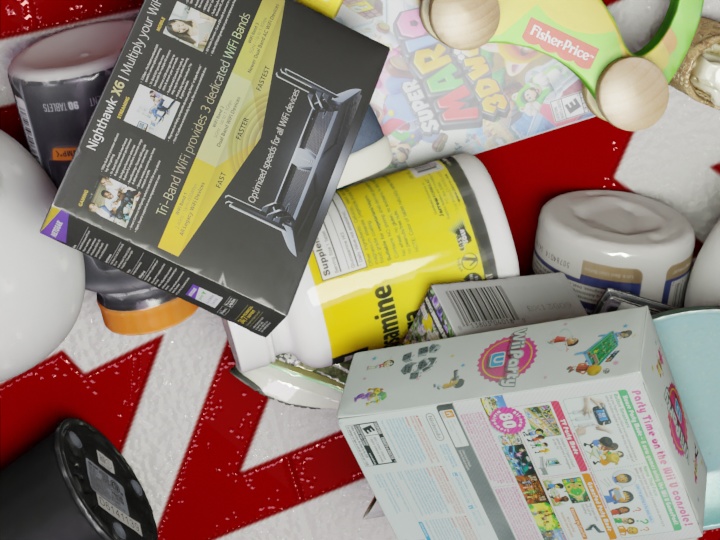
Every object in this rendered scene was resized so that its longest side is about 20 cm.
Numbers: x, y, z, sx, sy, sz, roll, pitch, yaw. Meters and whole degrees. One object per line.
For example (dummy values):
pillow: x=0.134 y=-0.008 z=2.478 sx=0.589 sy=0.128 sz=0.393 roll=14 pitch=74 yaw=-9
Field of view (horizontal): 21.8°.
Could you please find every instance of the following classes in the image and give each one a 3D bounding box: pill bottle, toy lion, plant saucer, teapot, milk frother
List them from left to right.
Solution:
teapot: x=-0.290 y=0.004 z=1.230 sx=0.196 sy=0.146 sz=0.202 roll=6 pitch=121 yaw=39
milk frother: x=-0.235 y=0.247 z=1.348 sx=0.187 sy=0.200 sz=0.181 roll=-34 pitch=115 yaw=12
pill bottle: x=-0.163 y=-0.058 z=1.264 sx=0.105 sy=0.106 sz=0.202 roll=-11 pitch=115 yaw=2
pill bottle: x=0.000 y=0.000 z=1.278 sx=0.198 sy=0.113 sz=0.113 roll=-18 pitch=114 yaw=-6
toy lion: x=0.138 y=-0.215 z=1.219 sx=0.199 sy=0.069 sz=0.193 roll=25 pitch=98 yaw=-8
pill bottle: x=0.169 y=0.054 z=1.329 sx=0.110 sy=0.111 sz=0.202 roll=4 pitch=114 yaw=-5
plant saucer: x=0.218 y=0.092 z=1.233 sx=0.198 sy=0.036 sz=0.201 roll=-1 pitch=129 yaw=-2

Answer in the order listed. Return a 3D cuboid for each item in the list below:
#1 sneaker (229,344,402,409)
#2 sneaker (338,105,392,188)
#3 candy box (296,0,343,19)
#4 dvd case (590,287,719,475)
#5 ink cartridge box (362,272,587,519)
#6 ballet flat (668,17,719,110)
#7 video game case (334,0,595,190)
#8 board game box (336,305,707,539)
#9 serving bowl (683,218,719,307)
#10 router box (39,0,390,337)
sneaker: x=0.009 y=0.059 z=1.350 sx=0.198 sy=0.077 sz=0.089 roll=11 pitch=102 yaw=-11
sneaker: x=-0.074 y=-0.075 z=1.231 sx=0.199 sy=0.075 sz=0.085 roll=-27 pitch=101 yaw=-32
candy box: x=-0.018 y=-0.275 z=1.210 sx=0.102 sy=0.026 sz=0.201 roll=23 pitch=107 yaw=-11
dvd case: x=0.224 y=0.094 z=1.270 sx=0.198 sy=0.016 sz=0.149 roll=16 pitch=127 yaw=-15
ink cartridge box: x=0.069 y=0.088 z=1.286 sx=0.108 sy=0.051 sz=0.201 roll=-5 pitch=140 yaw=-28
ballet flat: x=0.297 y=-0.120 z=1.282 sx=0.198 sy=0.065 sz=0.071 roll=11 pitch=113 yaw=-8
video game case: x=0.053 y=-0.143 z=1.285 sx=0.198 sy=0.018 sz=0.144 roll=-17 pitch=115 yaw=5
board game box: x=0.105 y=0.111 z=1.186 sx=0.198 sy=0.065 sz=0.148 roll=-10 pitch=127 yaw=22
serving bowl: x=0.297 y=-0.001 z=1.309 sx=0.199 sy=0.066 sz=0.201 roll=-22 pitch=132 yaw=-26
router box: x=-0.088 y=-0.082 z=1.162 sx=0.156 sy=0.052 sz=0.201 roll=26 pitch=66 yaw=-10
